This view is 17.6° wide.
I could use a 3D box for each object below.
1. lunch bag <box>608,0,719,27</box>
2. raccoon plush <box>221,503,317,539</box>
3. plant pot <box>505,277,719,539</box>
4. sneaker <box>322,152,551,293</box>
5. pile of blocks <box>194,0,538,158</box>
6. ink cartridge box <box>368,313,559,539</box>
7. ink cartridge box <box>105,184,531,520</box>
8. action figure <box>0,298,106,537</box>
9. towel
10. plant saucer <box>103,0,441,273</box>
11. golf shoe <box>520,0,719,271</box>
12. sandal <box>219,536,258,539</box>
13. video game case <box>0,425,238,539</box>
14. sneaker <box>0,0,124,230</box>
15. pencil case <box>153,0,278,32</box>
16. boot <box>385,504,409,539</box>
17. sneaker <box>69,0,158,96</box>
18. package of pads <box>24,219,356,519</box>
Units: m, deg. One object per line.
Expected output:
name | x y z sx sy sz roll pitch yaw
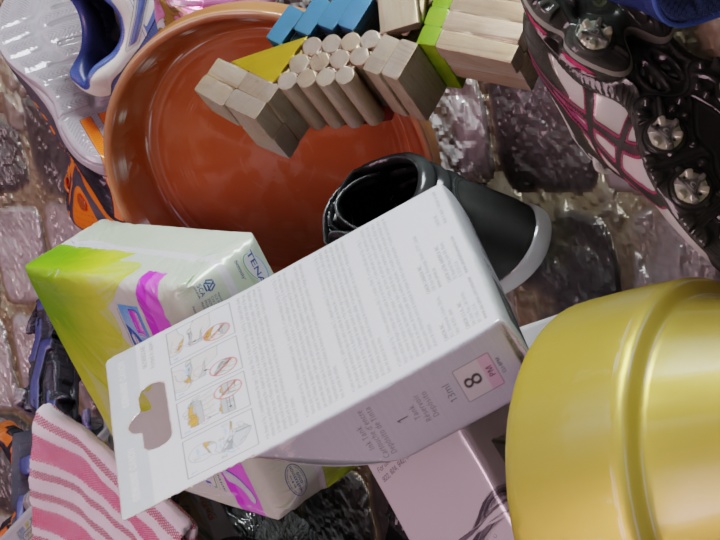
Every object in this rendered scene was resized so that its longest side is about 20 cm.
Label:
lunch bag | 0.128 -0.220 1.027 0.132 0.135 0.201 25 121 44
raccoon plush | -0.064 0.149 1.463 0.134 0.097 0.201 -14 92 45
plant pot | 0.195 0.092 1.030 0.188 0.200 0.202 -17 90 38
sneaker | 0.000 0.000 1.271 0.200 0.099 0.071 -34 37 35
pile of blocks | 0.014 -0.114 1.243 0.199 0.062 0.083 -11 61 18
ink cartridge box | 0.110 0.129 1.179 0.201 0.145 0.084 60 140 16
ink cartridge box | -0.023 0.049 1.132 0.057 0.199 0.163 55 -173 -26
action figure | -0.212 0.122 1.662 0.193 0.104 0.201 -12 70 46
towel | -0.156 0.197 1.423 0.146 0.030 0.201 32 130 36
plant saucer | -0.049 -0.062 1.332 0.199 0.032 0.201 8 121 13
golf shoe | 0.149 -0.069 1.131 0.200 0.077 0.088 57 162 21
sandal | 0.002 0.211 1.362 0.199 0.076 0.043 21 108 11
video game case | -0.142 0.202 1.470 0.200 0.023 0.183 -44 68 39
sneaker | -0.186 -0.096 1.531 0.112 0.077 0.200 91 159 -48
pencil case | -0.092 -0.091 1.406 0.086 0.083 0.201 34 128 42
boot | 0.076 0.143 1.283 0.211 0.079 0.159 30 126 43
sneaker | -0.148 -0.204 1.430 0.075 0.088 0.201 6 107 53
package of pads | -0.094 0.054 1.311 0.200 0.068 0.155 8 128 58
